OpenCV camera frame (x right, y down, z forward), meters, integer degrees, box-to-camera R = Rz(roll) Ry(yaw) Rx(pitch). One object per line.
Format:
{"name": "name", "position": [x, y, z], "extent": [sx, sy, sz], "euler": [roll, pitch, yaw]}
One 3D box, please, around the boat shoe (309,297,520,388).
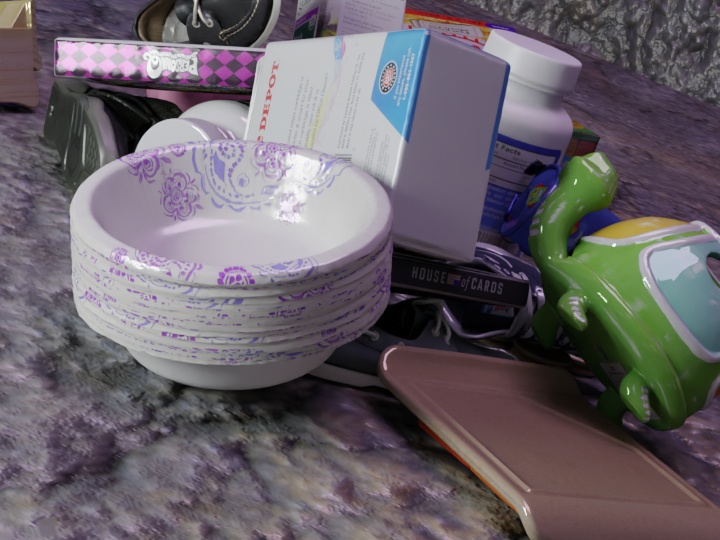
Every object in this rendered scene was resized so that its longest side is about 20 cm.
{"name": "boat shoe", "position": [0.039, 0.050, 1.205], "extent": [0.200, 0.062, 0.073], "euler": [12, 18, -28]}

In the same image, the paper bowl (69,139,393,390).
{"name": "paper bowl", "position": [-0.080, 0.001, 1.085], "extent": [0.200, 0.104, 0.201], "euler": [2, 26, -1]}

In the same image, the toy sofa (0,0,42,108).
{"name": "toy sofa", "position": [-0.361, -0.182, 1.467], "extent": [0.083, 0.098, 0.200], "euler": [0, 8, 24]}

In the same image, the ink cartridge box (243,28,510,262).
{"name": "ink cartridge box", "position": [0.002, -0.088, 1.227], "extent": [0.085, 0.145, 0.200], "euler": [15, -5, -37]}

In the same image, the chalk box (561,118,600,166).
{"name": "chalk box", "position": [0.146, -0.110, 1.739], "extent": [0.124, 0.124, 0.200], "euler": [7, 20, -38]}

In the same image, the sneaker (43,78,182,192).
{"name": "sneaker", "position": [-0.188, -0.104, 1.401], "extent": [0.114, 0.076, 0.199], "euler": [8, 14, -19]}

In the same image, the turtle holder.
{"name": "turtle holder", "position": [0.198, 0.019, 1.240], "extent": [0.186, 0.132, 0.141], "euler": [50, -10, 27]}

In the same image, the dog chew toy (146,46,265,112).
{"name": "dog chew toy", "position": [-0.101, -0.161, 1.628], "extent": [0.200, 0.125, 0.125], "euler": [7, 19, -16]}

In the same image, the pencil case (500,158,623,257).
{"name": "pencil case", "position": [0.200, -0.001, 1.412], "extent": [0.200, 0.078, 0.087], "euler": [40, -20, -14]}

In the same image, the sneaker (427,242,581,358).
{"name": "sneaker", "position": [0.144, 0.031, 1.318], "extent": [0.200, 0.070, 0.108], "euler": [18, 10, 17]}

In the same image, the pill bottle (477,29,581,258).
{"name": "pill bottle", "position": [0.113, -0.098, 1.468], "extent": [0.112, 0.200, 0.112], "euler": [19, 16, -6]}

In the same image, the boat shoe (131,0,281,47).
{"name": "boat shoe", "position": [-0.134, -0.223, 1.485], "extent": [0.060, 0.074, 0.200], "euler": [4, -2, -31]}

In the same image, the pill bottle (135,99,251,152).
{"name": "pill bottle", "position": [-0.091, -0.082, 1.385], "extent": [0.111, 0.111, 0.200], "euler": [28, 18, 24]}

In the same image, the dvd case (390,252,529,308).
{"name": "dvd case", "position": [0.000, 0.000, 1.252], "extent": [0.150, 0.025, 0.200], "euler": [10, -2, -42]}

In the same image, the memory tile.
{"name": "memory tile", "position": [0.120, 0.035, 1.435], "extent": [0.200, 0.017, 0.153], "euler": [33, 20, 35]}

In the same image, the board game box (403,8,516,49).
{"name": "board game box", "position": [0.083, -0.202, 1.691], "extent": [0.151, 0.046, 0.200], "euler": [9, 24, -5]}

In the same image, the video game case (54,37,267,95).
{"name": "video game case", "position": [-0.125, -0.164, 1.415], "extent": [0.200, 0.036, 0.181], "euler": [5, 4, 11]}

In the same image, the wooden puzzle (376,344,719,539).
{"name": "wooden puzzle", "position": [0.124, 0.123, 1.135], "extent": [0.185, 0.037, 0.200], "euler": [9, 25, -36]}

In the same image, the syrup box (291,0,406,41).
{"name": "syrup box", "position": [-0.020, -0.163, 1.545], "extent": [0.081, 0.200, 0.079], "euler": [12, -11, -24]}
